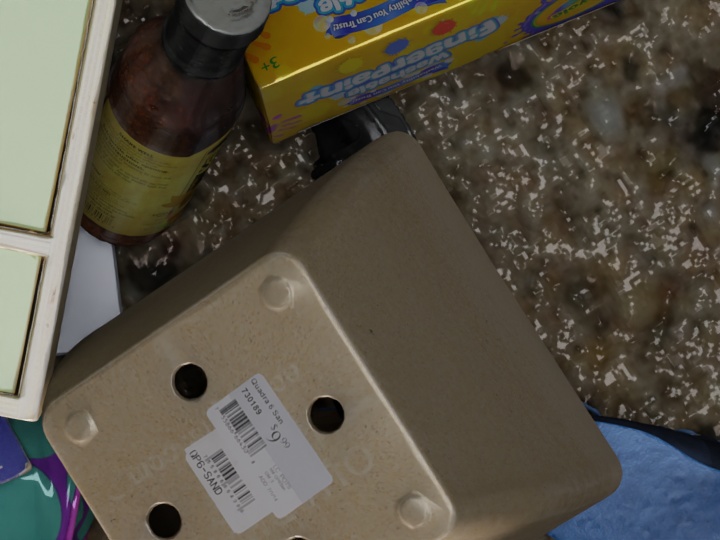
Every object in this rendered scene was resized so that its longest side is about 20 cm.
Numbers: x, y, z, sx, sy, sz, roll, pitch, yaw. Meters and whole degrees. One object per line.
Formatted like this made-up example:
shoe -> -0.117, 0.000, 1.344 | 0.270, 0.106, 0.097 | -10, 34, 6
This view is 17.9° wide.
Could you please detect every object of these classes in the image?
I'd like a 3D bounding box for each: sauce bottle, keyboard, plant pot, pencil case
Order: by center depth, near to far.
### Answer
plant pot -> -0.028, 0.074, 1.011 | 0.200, 0.177, 0.200 | -33, 86, 15
sauce bottle -> -0.089, -0.077, 1.062 | 0.066, 0.200, 0.066 | 8, 66, -18
pencil case -> -0.227, 0.096, 1.109 | 0.199, 0.085, 0.093 | 8, 73, -4
keyboard -> -0.158, -0.057, 1.154 | 0.056, 0.011, 0.201 | -7, 91, -10

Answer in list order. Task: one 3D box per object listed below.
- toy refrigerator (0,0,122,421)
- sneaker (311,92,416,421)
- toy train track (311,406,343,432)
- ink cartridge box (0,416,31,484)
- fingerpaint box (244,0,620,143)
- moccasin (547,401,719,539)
toy refrigerator -> -0.159, -0.040, 1.012 | 0.076, 0.070, 0.201 | 11, 93, -5
sneaker -> -0.001, 0.000, 1.126 | 0.104, 0.060, 0.200 | -31, 92, -21
toy train track -> -0.020, 0.085, 1.154 | 0.199, 0.033, 0.115 | -5, 81, -10
ink cartridge box -> -0.281, 0.041, 1.061 | 0.196, 0.043, 0.200 | -23, 63, -22
fingerpaint box -> 0.015, -0.180, 1.108 | 0.199, 0.073, 0.167 | -22, 71, -4
moccasin -> 0.162, 0.119, 1.150 | 0.199, 0.068, 0.081 | 17, 96, -3
